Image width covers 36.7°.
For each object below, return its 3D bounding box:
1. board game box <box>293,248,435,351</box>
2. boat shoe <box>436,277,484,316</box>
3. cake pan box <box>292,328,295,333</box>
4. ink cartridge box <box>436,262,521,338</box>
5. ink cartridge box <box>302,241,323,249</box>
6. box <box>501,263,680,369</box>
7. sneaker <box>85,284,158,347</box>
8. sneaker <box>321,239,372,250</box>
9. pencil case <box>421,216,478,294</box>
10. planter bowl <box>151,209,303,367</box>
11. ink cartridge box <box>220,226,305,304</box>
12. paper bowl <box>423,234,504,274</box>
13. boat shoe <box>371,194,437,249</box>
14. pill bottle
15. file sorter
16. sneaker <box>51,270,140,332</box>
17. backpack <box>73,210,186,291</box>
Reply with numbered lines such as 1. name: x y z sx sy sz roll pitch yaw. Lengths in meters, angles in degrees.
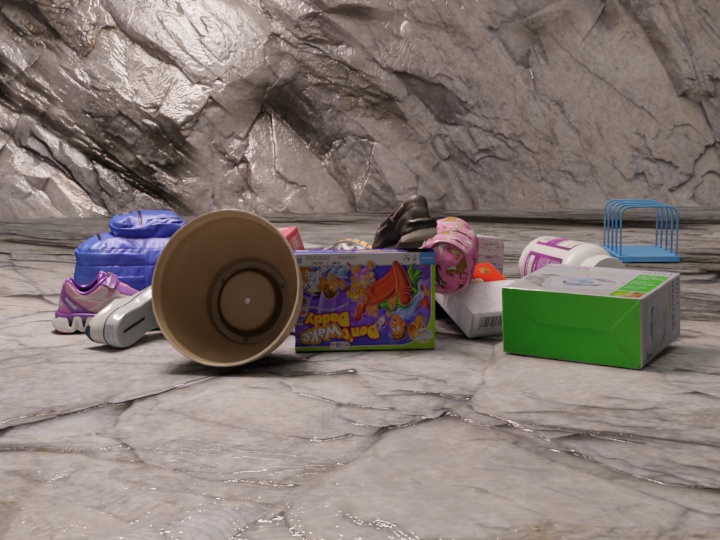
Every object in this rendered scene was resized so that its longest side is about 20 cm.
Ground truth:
1. board game box: 0.005 0.040 1.511 0.196 0.137 0.045 -1 8 -4
2. boat shoe: 0.114 0.036 1.756 0.197 0.076 0.073 1 8 23
3. cake pan box: -0.054 0.059 1.696 0.182 0.053 0.199 -9 12 -35
4. ink cartridge box: 0.189 0.026 1.670 0.160 0.058 0.201 -5 36 -26
5. ink cartridge box: -0.175 -0.012 2.072 0.143 0.085 0.199 -5 9 -27
6. box: 0.318 0.059 1.485 0.197 0.099 0.176 5 14 34
7. sneaker: -0.327 0.056 1.601 0.070 0.074 0.199 7 17 25
8. sneaker: 0.000 0.000 1.670 0.197 0.080 0.077 4 18 32
9. pencil case: 0.134 -0.024 1.642 0.085 0.084 0.200 -8 12 9
10. planter bowl: -0.162 0.032 1.445 0.196 0.204 0.135 1 -9 10
11. ink cartridge box: -0.186 0.015 1.642 0.143 0.086 0.200 -6 25 28
12. paper bowl: 0.149 -0.008 1.884 0.197 0.106 0.201 4 -2 0
13. boat shoe: 0.061 -0.061 1.546 0.066 0.058 0.200 -8 -6 -17
14. pill bottle: 0.355 0.008 1.800 0.110 0.115 0.200 -4 9 -21
15. file sorter: 0.627 -0.092 2.442 0.136 0.125 0.200 -1 8 2
16. sneaker: -0.375 0.045 1.674 0.196 0.090 0.080 -1 7 -14
17. backpack: -0.381 -0.013 1.816 0.196 0.171 0.162 -7 3 -15
